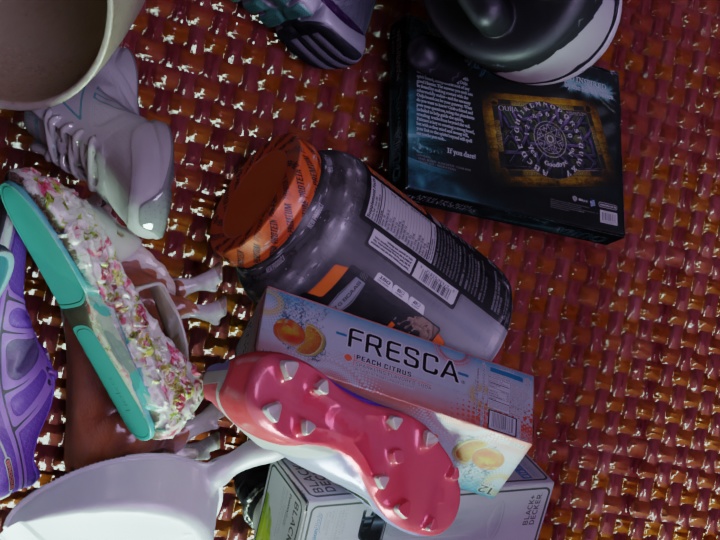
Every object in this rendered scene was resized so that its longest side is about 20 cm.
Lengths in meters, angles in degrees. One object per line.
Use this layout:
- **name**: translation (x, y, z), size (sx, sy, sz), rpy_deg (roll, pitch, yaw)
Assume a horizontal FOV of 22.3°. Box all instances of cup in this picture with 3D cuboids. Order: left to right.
- **cup**: translation (-0.195, -0.220, 1.119), size (0.143, 0.199, 0.201), rpy_deg (-47, 116, -47)

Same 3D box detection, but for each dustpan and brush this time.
- **dustpan and brush**: translation (-0.119, 0.152, 1.202), size (0.198, 0.058, 0.140), rpy_deg (-20, 137, 15)

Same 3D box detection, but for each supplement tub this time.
- **supplement tub**: translation (0.000, 0.000, 1.268), size (0.199, 0.122, 0.123), rpy_deg (36, 77, -26)

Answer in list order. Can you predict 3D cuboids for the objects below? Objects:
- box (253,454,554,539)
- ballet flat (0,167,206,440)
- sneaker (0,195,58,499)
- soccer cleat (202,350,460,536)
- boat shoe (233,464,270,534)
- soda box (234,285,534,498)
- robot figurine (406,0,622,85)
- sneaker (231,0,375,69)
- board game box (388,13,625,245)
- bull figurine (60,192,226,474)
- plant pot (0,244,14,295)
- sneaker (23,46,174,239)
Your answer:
- **box**: translation (0.026, 0.185, 1.269), size (0.198, 0.060, 0.118), rpy_deg (-2, 118, -29)
- **ballet flat**: translation (-0.157, 0.014, 1.148), size (0.064, 0.075, 0.201), rpy_deg (-36, 112, -28)
- **sneaker**: translation (-0.235, 0.049, 1.181), size (0.083, 0.080, 0.202), rpy_deg (-5, 104, -45)
- **soccer cleat**: translation (-0.014, 0.109, 1.167), size (0.199, 0.076, 0.067), rpy_deg (35, 71, -35)
- **boat shoe**: translation (0.004, 0.158, 1.319), size (0.198, 0.060, 0.074), rpy_deg (-5, 121, -28)
- **soda box**: translation (0.015, 0.082, 1.217), size (0.198, 0.069, 0.064), rpy_deg (20, 43, -12)
- **robot figurine**: translation (0.113, -0.193, 1.256), size (0.200, 0.149, 0.126), rpy_deg (8, 87, -72)
- **sneaker**: translation (-0.063, -0.228, 1.255), size (0.200, 0.074, 0.088), rpy_deg (42, 60, -35)
- **board game box**: translation (0.110, -0.102, 1.355), size (0.199, 0.028, 0.137), rpy_deg (11, 70, -30)
- **bull figurine**: translation (-0.150, 0.046, 1.214), size (0.120, 0.065, 0.202), rpy_deg (0, 99, -10)
- **plant pot**: translation (-0.334, 0.000, 1.038), size (0.188, 0.200, 0.200), rpy_deg (42, 72, 3)
- **sneaker**: translation (-0.166, -0.078, 1.140), size (0.080, 0.201, 0.071), rpy_deg (-1, 120, -23)
